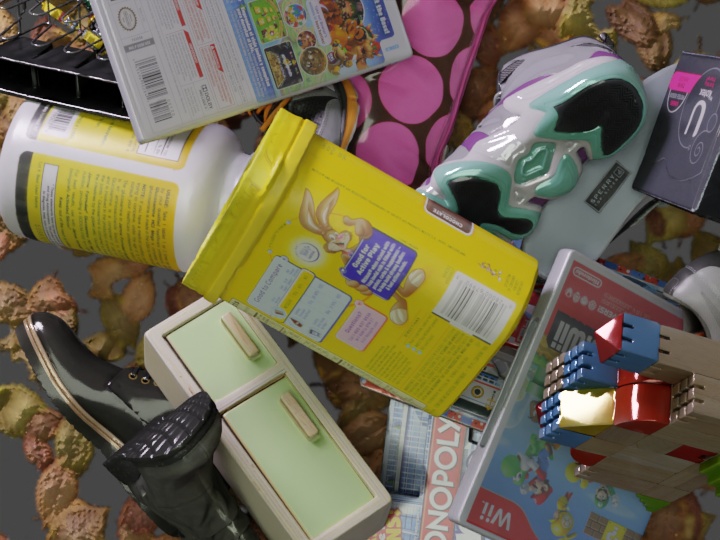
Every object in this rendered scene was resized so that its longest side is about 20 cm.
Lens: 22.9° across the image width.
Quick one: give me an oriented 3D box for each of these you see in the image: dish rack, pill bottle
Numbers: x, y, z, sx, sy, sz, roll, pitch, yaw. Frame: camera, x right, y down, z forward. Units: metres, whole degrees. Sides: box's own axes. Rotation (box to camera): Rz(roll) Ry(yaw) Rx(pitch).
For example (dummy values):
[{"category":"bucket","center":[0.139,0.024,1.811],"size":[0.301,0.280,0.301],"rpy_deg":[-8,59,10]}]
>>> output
[{"category":"dish rack","center":[-0.196,-0.213,1.242],"size":[0.153,0.055,0.200],"rpy_deg":[13,122,19]},{"category":"pill bottle","center":[-0.154,-0.061,1.303],"size":[0.200,0.112,0.113],"rpy_deg":[12,94,11]}]

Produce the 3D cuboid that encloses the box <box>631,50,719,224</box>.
[{"category":"box","center":[0.303,-0.063,1.176],"size":[0.200,0.122,0.106],"rpy_deg":[18,96,-14]}]

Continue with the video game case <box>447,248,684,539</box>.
[{"category":"video game case","center":[0.157,0.104,1.213],"size":[0.143,0.017,0.200],"rpy_deg":[27,81,-24]}]

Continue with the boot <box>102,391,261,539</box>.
[{"category":"boot","center":[-0.101,0.157,1.220],"size":[0.068,0.200,0.131],"rpy_deg":[-42,94,-20]}]

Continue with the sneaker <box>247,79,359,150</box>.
[{"category":"sneaker","center":[-0.061,-0.139,1.258],"size":[0.078,0.077,0.200],"rpy_deg":[-47,46,32]}]

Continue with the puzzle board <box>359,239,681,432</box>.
[{"category":"puzzle board","center":[0.119,0.048,1.268],"size":[0.200,0.017,0.151],"rpy_deg":[20,73,7]}]

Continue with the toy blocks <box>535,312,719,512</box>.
[{"category":"toy blocks","center":[0.177,0.089,1.121],"size":[0.137,0.200,0.100],"rpy_deg":[16,63,-16]}]

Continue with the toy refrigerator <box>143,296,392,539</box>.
[{"category":"toy refrigerator","center":[-0.068,0.112,1.254],"size":[0.076,0.070,0.200],"rpy_deg":[-31,71,-19]}]

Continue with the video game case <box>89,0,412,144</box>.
[{"category":"video game case","center":[-0.078,-0.182,1.196],"size":[0.200,0.018,0.143],"rpy_deg":[-20,94,-16]}]

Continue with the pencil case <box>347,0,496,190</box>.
[{"category":"pencil case","center":[0.041,-0.145,1.276],"size":[0.094,0.091,0.200],"rpy_deg":[18,93,13]}]

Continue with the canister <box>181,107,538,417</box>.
[{"category":"canister","center":[0.000,0.000,1.183],"size":[0.200,0.087,0.149],"rpy_deg":[29,135,-6]}]

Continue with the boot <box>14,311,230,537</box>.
[{"category":"boot","center":[-0.149,0.081,1.333],"size":[0.138,0.077,0.200],"rpy_deg":[-39,97,6]}]

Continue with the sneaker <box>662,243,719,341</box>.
[{"category":"sneaker","center":[0.261,0.075,1.221],"size":[0.079,0.074,0.200],"rpy_deg":[-24,108,-7]}]

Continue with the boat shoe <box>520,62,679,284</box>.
[{"category":"boat shoe","center":[0.188,-0.066,1.256],"size":[0.074,0.068,0.199],"rpy_deg":[38,86,3]}]

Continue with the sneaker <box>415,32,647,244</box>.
[{"category":"sneaker","center":[0.106,-0.092,1.244],"size":[0.200,0.140,0.078],"rpy_deg":[-34,115,14]}]

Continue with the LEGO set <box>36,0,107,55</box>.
[{"category":"LEGO set","center":[-0.197,-0.256,1.303],"size":[0.154,0.116,0.200],"rpy_deg":[-31,85,11]}]

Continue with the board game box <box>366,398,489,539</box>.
[{"category":"board game box","center":[0.064,0.167,1.293],"size":[0.200,0.062,0.200],"rpy_deg":[6,93,10]}]
